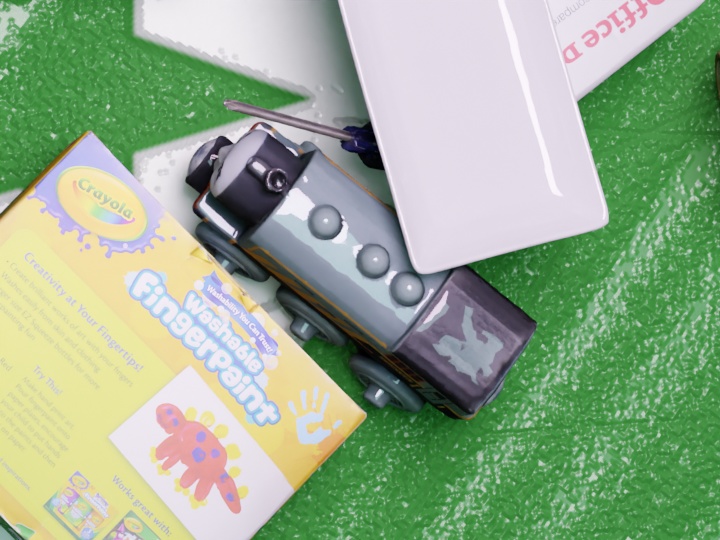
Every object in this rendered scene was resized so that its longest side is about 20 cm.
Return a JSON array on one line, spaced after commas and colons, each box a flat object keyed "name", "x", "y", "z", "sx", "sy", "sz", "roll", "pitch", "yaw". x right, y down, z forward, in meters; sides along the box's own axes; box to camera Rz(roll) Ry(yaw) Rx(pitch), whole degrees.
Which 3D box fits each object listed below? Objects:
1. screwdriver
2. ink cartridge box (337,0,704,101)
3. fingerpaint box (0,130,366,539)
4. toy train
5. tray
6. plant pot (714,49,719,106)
[{"name": "screwdriver", "x": -0.017, "y": -0.067, "z": 1.460, "sx": 0.200, "sy": 0.029, "sz": 0.028, "roll": 6, "pitch": 65, "yaw": -55}, {"name": "ink cartridge box", "x": 0.060, "y": -0.172, "z": 1.518, "sx": 0.145, "sy": 0.083, "sz": 0.200, "roll": -38, "pitch": 95, "yaw": -13}, {"name": "fingerpaint box", "x": -0.127, "y": 0.060, "z": 1.466, "sx": 0.200, "sy": 0.073, "sz": 0.167, "roll": 45, "pitch": 79, "yaw": -8}, {"name": "toy train", "x": 0.000, "y": 0.000, "z": 1.478, "sx": 0.200, "sy": 0.114, "sz": 0.085, "roll": 40, "pitch": 78, "yaw": -8}, {"name": "tray", "x": 0.046, "y": -0.104, "z": 1.448, "sx": 0.107, "sy": 0.022, "sz": 0.201, "roll": -14, "pitch": 86, "yaw": -18}, {"name": "plant pot", "x": 0.293, "y": -0.094, "z": 1.537, "sx": 0.199, "sy": 0.187, "sz": 0.188, "roll": -15, "pitch": 90, "yaw": 1}]
